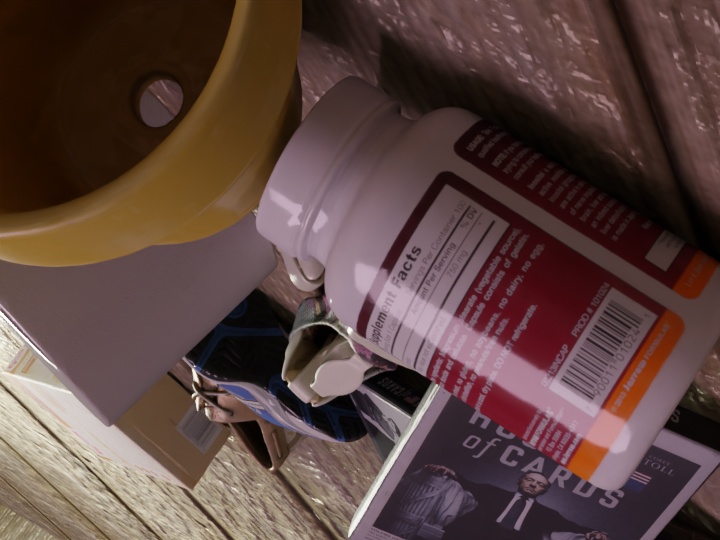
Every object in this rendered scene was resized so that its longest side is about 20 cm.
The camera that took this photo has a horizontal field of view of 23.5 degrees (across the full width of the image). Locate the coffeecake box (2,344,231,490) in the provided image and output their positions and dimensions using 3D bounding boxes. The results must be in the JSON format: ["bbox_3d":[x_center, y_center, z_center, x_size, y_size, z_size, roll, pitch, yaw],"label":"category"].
[{"bbox_3d":[-0.244,0.130,1.712,0.154,0.073,0.200,45,160,-28],"label":"coffeecake box"}]

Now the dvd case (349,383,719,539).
[{"bbox_3d":[0.093,0.120,0.964,0.150,0.025,0.200,23,138,-3],"label":"dvd case"}]

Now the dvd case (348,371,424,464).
[{"bbox_3d":[0.058,0.145,1.144,0.151,0.025,0.200,65,164,-21],"label":"dvd case"}]

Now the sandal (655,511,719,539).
[{"bbox_3d":[0.162,0.152,1.065,0.200,0.082,0.055,32,-167,-19],"label":"sandal"}]

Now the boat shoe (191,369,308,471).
[{"bbox_3d":[-0.096,0.092,1.361,0.071,0.065,0.200,20,157,40],"label":"boat shoe"}]

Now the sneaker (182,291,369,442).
[{"bbox_3d":[-0.083,0.064,1.248,0.200,0.076,0.077,39,158,-5],"label":"sneaker"}]

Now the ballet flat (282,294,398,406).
[{"bbox_3d":[-0.012,0.050,1.092,0.069,0.071,0.200,36,163,-6],"label":"ballet flat"}]

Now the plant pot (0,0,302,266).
[{"bbox_3d":[-0.111,-0.093,0.742,0.200,0.201,0.189,30,177,16],"label":"plant pot"}]

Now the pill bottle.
[{"bbox_3d":[0.058,0.000,0.771,0.199,0.113,0.113,33,162,10],"label":"pill bottle"}]

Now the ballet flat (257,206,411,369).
[{"bbox_3d":[0.000,0.000,0.958,0.200,0.063,0.069,37,162,-5],"label":"ballet flat"}]

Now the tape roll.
[{"bbox_3d":[-0.164,-0.029,1.000,0.203,0.139,0.203,44,170,10],"label":"tape roll"}]
